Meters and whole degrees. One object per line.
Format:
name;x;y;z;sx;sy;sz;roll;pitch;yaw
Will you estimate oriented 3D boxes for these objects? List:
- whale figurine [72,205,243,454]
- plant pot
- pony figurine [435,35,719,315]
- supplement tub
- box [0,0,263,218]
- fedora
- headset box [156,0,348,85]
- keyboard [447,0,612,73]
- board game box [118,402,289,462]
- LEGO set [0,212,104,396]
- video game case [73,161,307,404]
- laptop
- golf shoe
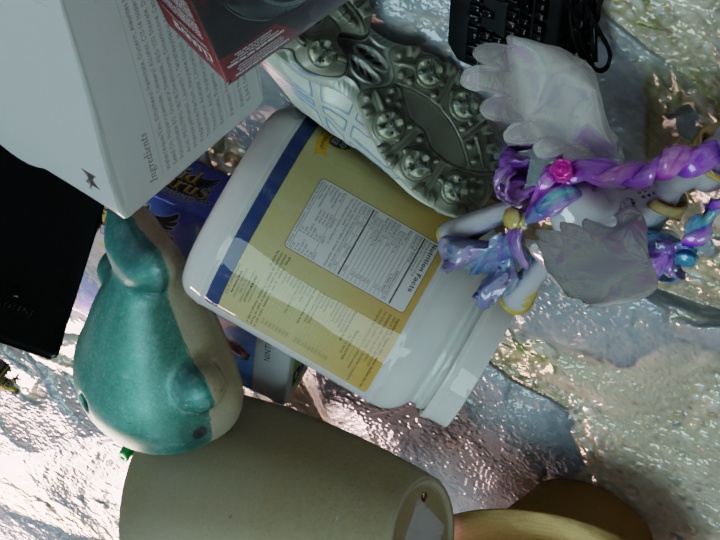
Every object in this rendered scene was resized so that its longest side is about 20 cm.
whale figurine;-0.152;0.045;1.647;0.159;0.103;0.200;52;161;36
plant pot;-0.039;0.183;1.735;0.199;0.188;0.188;3;137;31
pony figurine;0.133;-0.042;1.408;0.192;0.167;0.200;-3;160;-35
supplement tub;0.000;0.000;1.556;0.199;0.145;0.145;30;145;0
box;-0.183;-0.173;1.442;0.199;0.131;0.200;31;149;31
fedora;0.151;0.212;1.762;0.200;0.082;0.201;17;141;14
headset box;-0.055;-0.211;1.307;0.077;0.149;0.200;46;166;41
keyboard;0.096;-0.169;1.371;0.104;0.040;0.200;21;145;15
board game box;-0.076;0.194;1.952;0.199;0.026;0.200;-12;127;44
LEGO set;-0.248;0.025;1.651;0.153;0.200;0.116;-24;116;44
video game case;-0.127;-0.006;1.727;0.199;0.046;0.182;23;143;11
laptop;-0.229;-0.064;1.572;0.186;0.200;0.116;18;125;17
golf shoe;0.003;-0.110;1.500;0.200;0.078;0.097;46;159;-12
